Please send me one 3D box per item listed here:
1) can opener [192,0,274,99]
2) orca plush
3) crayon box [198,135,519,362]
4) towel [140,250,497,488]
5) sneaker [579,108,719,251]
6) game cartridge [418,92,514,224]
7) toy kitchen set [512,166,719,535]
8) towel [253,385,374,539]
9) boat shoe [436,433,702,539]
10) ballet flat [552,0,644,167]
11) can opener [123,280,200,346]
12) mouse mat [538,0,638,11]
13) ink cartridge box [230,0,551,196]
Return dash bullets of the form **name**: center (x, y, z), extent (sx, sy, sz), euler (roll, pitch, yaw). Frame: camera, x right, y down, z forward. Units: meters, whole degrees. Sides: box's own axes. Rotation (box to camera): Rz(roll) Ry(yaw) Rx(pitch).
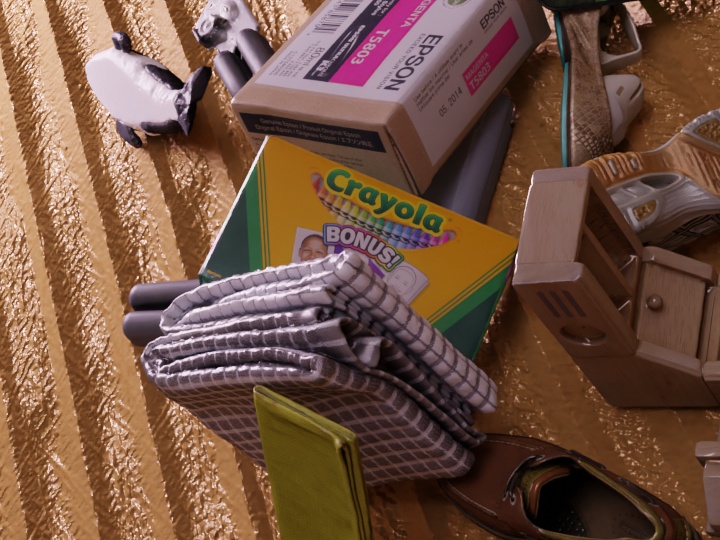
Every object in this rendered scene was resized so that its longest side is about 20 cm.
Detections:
- **can opener**: center (-0.088, -0.172, 1.331), extent (0.053, 0.067, 0.200), euler (-43, 47, 14)
- **orca plush**: center (-0.172, -0.169, 1.380), extent (0.071, 0.106, 0.200), euler (-19, 10, -29)
- **crayon box**: center (0.000, 0.000, 1.103), extent (0.199, 0.058, 0.119), euler (23, 71, 5)
- **towel**: center (-0.029, 0.079, 1.033), extent (0.200, 0.166, 0.086), euler (-11, 46, 45)
- **sneaker**: center (0.221, -0.054, 1.055), extent (0.199, 0.088, 0.076), euler (-12, 70, -3)
- **game cartridge**: center (0.016, -0.078, 1.226), extent (0.199, 0.040, 0.134), euler (1, 64, 33)
- **toy kitchen set**: center (0.212, 0.049, 0.917), extent (0.199, 0.180, 0.164), euler (-3, 60, 30)
- **towel**: center (-0.026, 0.168, 0.985), extent (0.086, 0.201, 0.018), euler (21, 44, 35)
- **boat shoe**: center (0.124, 0.140, 0.986), extent (0.199, 0.068, 0.072), euler (14, 71, 39)
- **ballet flat**: center (0.178, -0.148, 1.152), extent (0.065, 0.071, 0.201), euler (-5, 60, 10)
- **can opener**: center (-0.098, 0.021, 1.197), extent (0.199, 0.067, 0.054), euler (-4, 57, 21)
- **mouse mat**: center (0.202, -0.277, 1.214), extent (0.160, 0.008, 0.201), euler (-8, 51, -1)
- **ink cartridge box**: center (0.025, -0.158, 1.198), extent (0.164, 0.075, 0.200), euler (11, 51, 41)
